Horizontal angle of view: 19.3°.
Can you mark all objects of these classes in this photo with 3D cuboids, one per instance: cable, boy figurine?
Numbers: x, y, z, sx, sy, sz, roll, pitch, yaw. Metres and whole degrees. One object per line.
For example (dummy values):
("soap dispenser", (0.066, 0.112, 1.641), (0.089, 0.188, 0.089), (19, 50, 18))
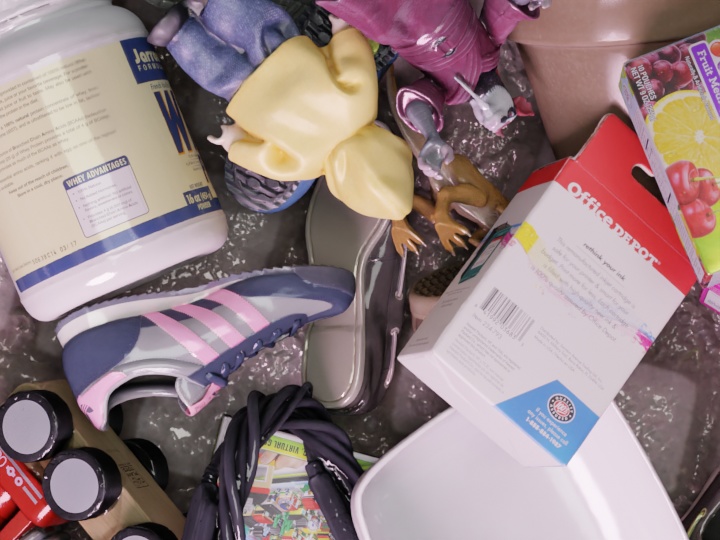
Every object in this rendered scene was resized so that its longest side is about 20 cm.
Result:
("cable", (-0.042, 0.169, 1.356), (0.163, 0.051, 0.201), (31, 60, -36))
("boy figurine", (-0.036, -0.112, 1.349), (0.200, 0.064, 0.124), (40, 98, 0))

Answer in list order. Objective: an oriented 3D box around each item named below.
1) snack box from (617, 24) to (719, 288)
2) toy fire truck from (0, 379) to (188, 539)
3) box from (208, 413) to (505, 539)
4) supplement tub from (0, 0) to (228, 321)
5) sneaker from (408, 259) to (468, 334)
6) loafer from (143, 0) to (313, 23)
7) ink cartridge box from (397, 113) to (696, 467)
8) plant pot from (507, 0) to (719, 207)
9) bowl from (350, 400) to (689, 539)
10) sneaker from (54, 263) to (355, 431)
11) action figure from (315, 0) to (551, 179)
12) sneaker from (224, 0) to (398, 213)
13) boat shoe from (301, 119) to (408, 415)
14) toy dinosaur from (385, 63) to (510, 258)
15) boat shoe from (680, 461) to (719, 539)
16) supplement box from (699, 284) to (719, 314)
("snack box", (0.273, -0.092, 1.279), (0.199, 0.053, 0.143), (-21, 79, 1))
("toy fire truck", (-0.217, 0.194, 1.379), (0.200, 0.129, 0.176), (-45, 76, 15))
("box", (-0.012, 0.176, 1.439), (0.199, 0.035, 0.111), (15, 86, -6))
("supplement tub", (-0.186, -0.083, 1.376), (0.144, 0.145, 0.201), (-23, 90, -7))
("sneaker", (0.131, 0.020, 1.458), (0.199, 0.070, 0.076), (-14, 114, -9))
("loafer", (-0.100, -0.207, 1.411), (0.200, 0.070, 0.075), (30, 119, -29))
("ink cartridge box", (0.131, 0.012, 1.350), (0.116, 0.067, 0.200), (41, 73, -10))
("plant pot", (0.189, -0.126, 1.414), (0.199, 0.200, 0.175), (-8, 106, -7))
("bowl", (0.099, 0.177, 1.393), (0.200, 0.075, 0.200), (-31, 93, -20))
("sneaker", (-0.093, 0.052, 1.381), (0.199, 0.070, 0.082), (-13, 70, -5))
("action figure", (0.037, -0.152, 1.324), (0.134, 0.149, 0.200), (-45, 127, -7))
("sneaker", (-0.023, -0.127, 1.416), (0.066, 0.078, 0.200), (35, 100, 3))
("boat shoe", (0.000, 0.000, 1.446), (0.067, 0.057, 0.201), (4, 82, 30))
("toy dinosaur", (0.058, -0.061, 1.418), (0.200, 0.060, 0.106), (43, 49, -7))
("boat shoe", (0.244, 0.197, 1.454), (0.072, 0.061, 0.202), (31, 84, -4))
("supplement box", (0.294, -0.012, 1.392), (0.103, 0.200, 0.101), (32, 85, 9))
